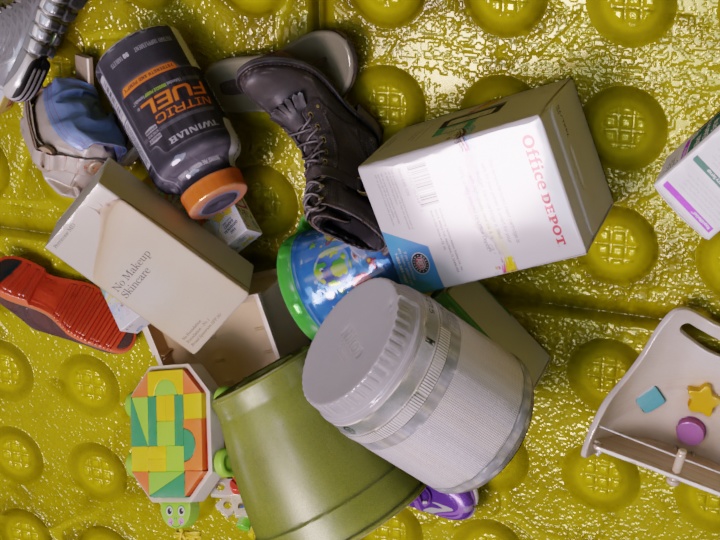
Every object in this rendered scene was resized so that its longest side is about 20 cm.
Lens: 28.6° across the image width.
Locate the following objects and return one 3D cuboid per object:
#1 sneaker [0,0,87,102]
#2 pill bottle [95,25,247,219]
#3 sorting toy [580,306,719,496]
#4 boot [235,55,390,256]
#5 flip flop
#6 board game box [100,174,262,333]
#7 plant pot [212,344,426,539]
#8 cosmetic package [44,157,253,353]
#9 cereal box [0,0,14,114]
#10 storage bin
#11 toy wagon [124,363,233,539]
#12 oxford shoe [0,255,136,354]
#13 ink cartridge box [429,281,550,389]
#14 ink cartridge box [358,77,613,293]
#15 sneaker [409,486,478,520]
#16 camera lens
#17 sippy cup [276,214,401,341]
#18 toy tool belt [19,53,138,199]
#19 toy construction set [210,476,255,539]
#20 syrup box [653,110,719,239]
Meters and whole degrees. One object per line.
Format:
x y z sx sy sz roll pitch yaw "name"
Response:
-0.376 -0.297 1.561 0.115 0.075 0.201 29 92 8 "sneaker"
-0.197 -0.156 1.528 0.106 0.106 0.201 -38 75 31 "pill bottle"
0.357 0.136 1.473 0.199 0.107 0.181 20 111 14 "sorting toy"
-0.043 -0.117 1.442 0.199 0.175 0.069 28 131 -26 "boot"
-0.092 -0.207 1.522 0.199 0.058 0.082 -5 106 27 "flip flop"
-0.220 -0.040 1.608 0.200 0.034 0.135 -37 68 19 "board game box"
-0.060 0.191 1.524 0.200 0.200 0.194 -28 91 30 "plant pot"
-0.223 -0.015 1.516 0.200 0.073 0.104 36 112 -17 "cosmetic package"
-0.471 -0.294 1.652 0.200 0.040 0.144 36 120 3 "cereal box"
-0.154 0.118 1.670 0.198 0.094 0.201 -12 107 26 "storage bin"
-0.206 0.208 1.607 0.155 0.039 0.201 -7 81 37 "toy wagon"
-0.368 0.051 1.757 0.199 0.071 0.073 29 148 5 "oxford shoe"
0.087 0.117 1.576 0.146 0.084 0.200 47 120 -3 "ink cartridge box"
0.131 -0.085 1.434 0.199 0.146 0.147 -14 106 26 "ink cartridge box"
0.039 0.249 1.654 0.199 0.083 0.081 20 118 13 "sneaker"
0.062 0.118 1.415 0.200 0.160 0.160 34 125 -26 "camera lens"
0.000 0.000 1.530 0.130 0.140 0.178 -25 102 27 "sippy cup"
-0.301 -0.145 1.583 0.123 0.125 0.200 -55 52 24 "toy tool belt"
-0.105 0.271 1.682 0.130 0.200 0.093 16 73 13 "toy construction set"
0.381 -0.128 1.352 0.081 0.079 0.200 46 121 -2 "syrup box"
